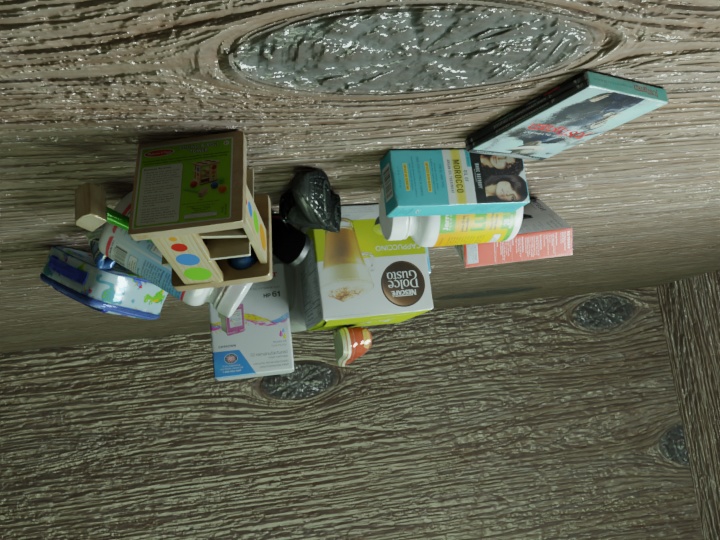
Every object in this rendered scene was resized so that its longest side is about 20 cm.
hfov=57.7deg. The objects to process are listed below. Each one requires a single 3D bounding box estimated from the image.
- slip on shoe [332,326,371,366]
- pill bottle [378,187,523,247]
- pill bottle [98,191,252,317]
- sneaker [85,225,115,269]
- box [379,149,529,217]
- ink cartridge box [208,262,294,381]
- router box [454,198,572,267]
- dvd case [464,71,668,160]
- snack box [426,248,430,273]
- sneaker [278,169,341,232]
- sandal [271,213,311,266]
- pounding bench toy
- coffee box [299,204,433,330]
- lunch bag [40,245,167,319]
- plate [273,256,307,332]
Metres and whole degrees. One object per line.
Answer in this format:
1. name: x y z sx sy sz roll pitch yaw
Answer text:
1. slip on shoe: -0.017 0.140 1.231 0.061 0.074 0.200 -8 169 -10
2. pill bottle: 0.134 -0.093 0.997 0.200 0.111 0.111 -5 171 -12
3. pill bottle: -0.246 -0.021 0.904 0.200 0.109 0.109 32 165 -4
4. sneaker: -0.343 -0.043 1.052 0.200 0.085 0.077 -10 170 14
5. box: 0.131 -0.123 0.910 0.200 0.082 0.049 -4 170 -17
6. ink cartridge box: -0.203 0.094 1.203 0.144 0.200 0.085 -6 167 -8
7. router box: 0.253 -0.070 1.147 0.179 0.049 0.200 -7 -160 1
8. dvd case: 0.249 -0.184 0.809 0.146 0.022 0.200 -1 170 -33
9. snack box: 0.098 -0.033 1.327 0.037 0.116 0.200 -5 170 -9
10. sneaker: -0.083 -0.095 0.973 0.091 0.076 0.200 1 169 7
11. sandal: -0.141 -0.058 1.054 0.045 0.075 0.200 29 178 -31
12. pounding bench toy: -0.218 -0.058 0.787 0.200 0.124 0.156 -7 151 2
13. coffee box: 0.000 0.000 1.203 0.199 0.198 0.200 -4 171 -14
14. lunch bag: -0.457 0.022 1.159 0.200 0.083 0.161 18 176 33
15. plate: -0.196 0.035 1.320 0.200 0.200 0.032 -9 154 13
